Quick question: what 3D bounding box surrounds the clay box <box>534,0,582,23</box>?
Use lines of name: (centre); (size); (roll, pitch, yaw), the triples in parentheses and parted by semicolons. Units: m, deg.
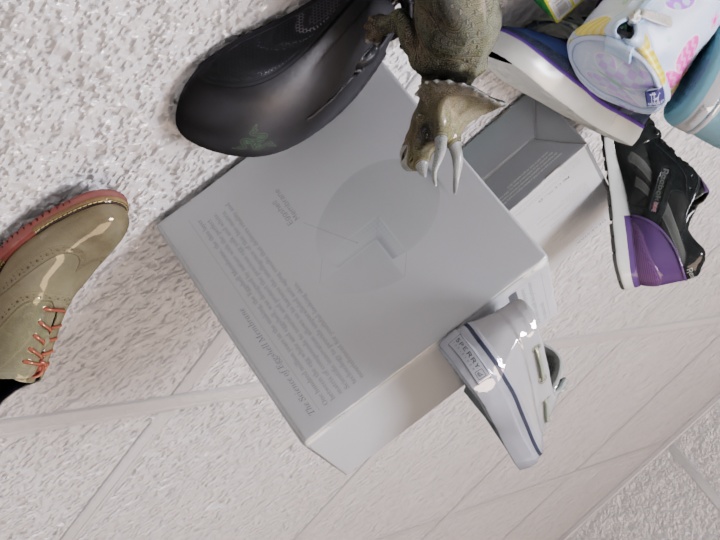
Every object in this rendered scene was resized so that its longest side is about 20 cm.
clay box: (0.183, -0.271, 0.786); (0.200, 0.048, 0.115); (-42, 156, 8)

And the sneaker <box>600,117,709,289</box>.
sneaker: (0.268, -0.086, 1.052); (0.087, 0.202, 0.076); (-7, 172, 20)

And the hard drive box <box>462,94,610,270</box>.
hard drive box: (0.146, -0.058, 1.080); (0.156, 0.077, 0.200); (-40, 156, 6)

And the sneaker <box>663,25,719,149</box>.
sneaker: (0.316, -0.144, 0.896); (0.200, 0.130, 0.080); (-57, -177, -36)

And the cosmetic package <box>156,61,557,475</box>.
cosmetic package: (0.000, 0.000, 0.831); (0.200, 0.200, 0.123); (-36, 156, -2)

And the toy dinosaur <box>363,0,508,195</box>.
toy dinosaur: (0.051, -0.155, 0.667); (0.077, 0.102, 0.201); (-22, 137, -27)

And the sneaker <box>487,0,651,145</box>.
sneaker: (0.189, -0.195, 0.922); (0.199, 0.080, 0.147); (20, 99, -43)

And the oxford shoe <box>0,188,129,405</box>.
oxford shoe: (-0.210, 0.032, 0.753); (0.200, 0.075, 0.070); (-45, 154, 16)

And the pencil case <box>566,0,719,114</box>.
pencil case: (0.232, -0.211, 0.851); (0.200, 0.083, 0.091); (-53, 147, -16)

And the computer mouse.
computer mouse: (-0.024, -0.133, 0.742); (0.199, 0.053, 0.139); (-35, 157, -6)

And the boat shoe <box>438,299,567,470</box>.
boat shoe: (0.110, 0.080, 0.786); (0.067, 0.074, 0.200); (-35, 156, 0)
